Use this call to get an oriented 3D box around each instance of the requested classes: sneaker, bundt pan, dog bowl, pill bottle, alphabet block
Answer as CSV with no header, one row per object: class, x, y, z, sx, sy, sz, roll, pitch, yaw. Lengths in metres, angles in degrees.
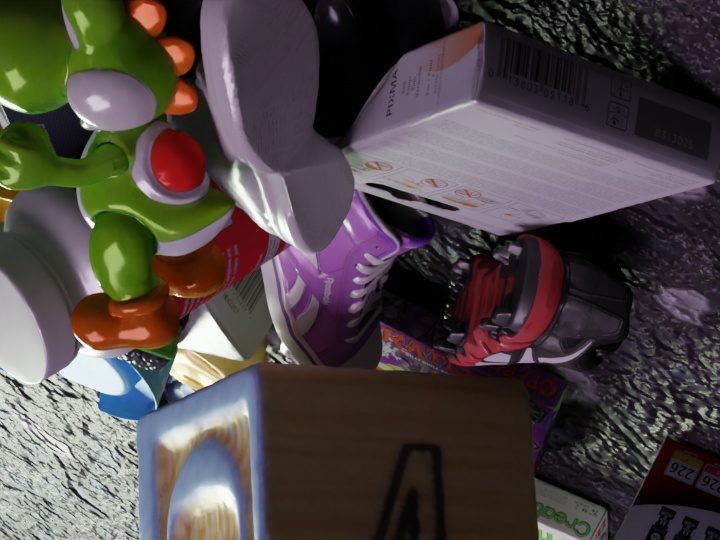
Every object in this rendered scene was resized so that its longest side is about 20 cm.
sneaker,-0.067,-0.085,1.300,0.088,0.075,0.200,23,151,25
bundt pan,-0.046,-0.149,1.320,0.200,0.076,0.202,-2,153,-1
sneaker,0.106,0.027,1.521,0.097,0.071,0.200,13,170,-12
sneaker,0.000,0.000,1.576,0.114,0.073,0.201,7,137,31
dog bowl,-0.212,0.035,1.740,0.199,0.050,0.112,19,150,24
pill bottle,-0.131,-0.021,1.461,0.112,0.200,0.113,34,143,31
alphabet block,-0.016,0.176,1.630,0.199,0.198,0.195,5,165,-29

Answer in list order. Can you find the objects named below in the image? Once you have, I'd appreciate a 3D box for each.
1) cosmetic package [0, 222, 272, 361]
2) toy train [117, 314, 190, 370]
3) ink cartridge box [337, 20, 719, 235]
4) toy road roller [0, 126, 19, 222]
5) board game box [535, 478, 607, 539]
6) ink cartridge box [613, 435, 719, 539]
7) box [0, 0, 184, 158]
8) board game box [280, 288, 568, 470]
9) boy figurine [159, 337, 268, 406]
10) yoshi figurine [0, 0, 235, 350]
cosmetic package,-0.158,-0.007,1.745,0.199,0.074,0.102,8,145,36
toy train,-0.206,0.014,1.636,0.199,0.057,0.042,19,159,-16
ink cartridge box,0.074,-0.071,1.366,0.161,0.050,0.200,17,166,-29
toy road roller,-0.193,-0.077,1.618,0.199,0.123,0.146,13,161,38
board game box,0.084,0.176,1.842,0.199,0.035,0.127,22,151,19
ink cartridge box,0.248,0.230,1.607,0.199,0.176,0.084,22,152,17
box,-0.146,-0.160,1.382,0.051,0.157,0.200,53,167,34
board game box,0.039,0.065,1.712,0.199,0.032,0.120,27,149,10
boy figurine,-0.113,0.071,1.841,0.124,0.065,0.200,42,155,-14
yoshi figurine,-0.137,-0.065,1.273,0.112,0.111,0.201,-131,27,-55
